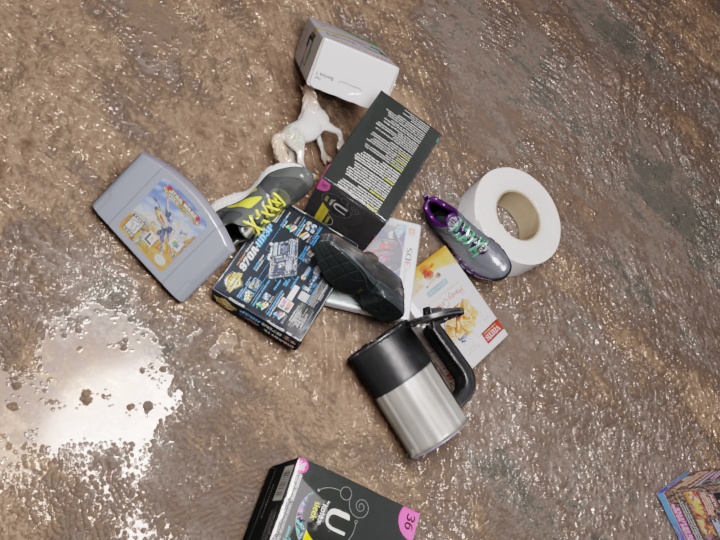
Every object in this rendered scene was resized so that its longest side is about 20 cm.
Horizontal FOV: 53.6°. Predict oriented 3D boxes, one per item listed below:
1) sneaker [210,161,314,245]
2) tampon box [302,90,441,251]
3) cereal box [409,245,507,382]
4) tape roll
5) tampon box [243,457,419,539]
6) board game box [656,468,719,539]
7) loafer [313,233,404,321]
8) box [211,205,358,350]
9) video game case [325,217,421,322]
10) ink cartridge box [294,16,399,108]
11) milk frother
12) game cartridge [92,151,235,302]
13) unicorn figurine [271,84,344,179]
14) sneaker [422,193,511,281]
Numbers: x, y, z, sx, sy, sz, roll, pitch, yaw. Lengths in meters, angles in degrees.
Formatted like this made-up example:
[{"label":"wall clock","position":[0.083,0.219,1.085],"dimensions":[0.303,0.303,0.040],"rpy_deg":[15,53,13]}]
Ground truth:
[{"label":"sneaker","position":[-0.152,-0.090,1.092],"dimensions":[0.074,0.199,0.085],"rpy_deg":[42,30,-39]},{"label":"tampon box","position":[0.016,-0.157,1.171],"dimensions":[0.126,0.150,0.201],"rpy_deg":[34,64,-3]},{"label":"cereal box","position":[0.155,0.076,1.261],"dimensions":[0.143,0.039,0.201],"rpy_deg":[-36,88,-31]},{"label":"tape roll","position":[0.285,-0.094,1.374],"dimensions":[0.200,0.071,0.205],"rpy_deg":[9,67,-23]},{"label":"tampon box","position":[-0.046,0.374,0.986],"dimensions":[0.198,0.126,0.151],"rpy_deg":[28,61,-14]},{"label":"board game box","position":[0.668,0.446,1.275],"dimensions":[0.096,0.200,0.161],"rpy_deg":[-18,79,-31]},{"label":"loafer","position":[0.000,0.000,1.118],"dimensions":[0.200,0.072,0.073],"rpy_deg":[45,43,-36]},{"label":"box","position":[-0.117,0.002,1.131],"dimensions":[0.158,0.046,0.201],"rpy_deg":[30,62,1]},{"label":"video game case","position":[-0.002,-0.017,1.206],"dimensions":[0.197,0.023,0.184],"rpy_deg":[13,65,-7]},{"label":"ink cartridge box","position":[-0.029,-0.366,1.256],"dimensions":[0.143,0.085,0.201],"rpy_deg":[16,24,-20]},{"label":"milk frother","position":[0.106,0.163,1.100],"dimensions":[0.179,0.200,0.189],"rpy_deg":[-33,86,-13]},{"label":"game cartridge","position":[-0.287,-0.070,1.059],"dimensions":[0.200,0.133,0.042],"rpy_deg":[47,15,-2]},{"label":"unicorn figurine","position":[-0.089,-0.243,1.240],"dimensions":[0.138,0.073,0.200],"rpy_deg":[61,34,-19]},{"label":"sneaker","position":[0.181,-0.057,1.264],"dimensions":[0.200,0.087,0.075],"rpy_deg":[42,92,22]}]
